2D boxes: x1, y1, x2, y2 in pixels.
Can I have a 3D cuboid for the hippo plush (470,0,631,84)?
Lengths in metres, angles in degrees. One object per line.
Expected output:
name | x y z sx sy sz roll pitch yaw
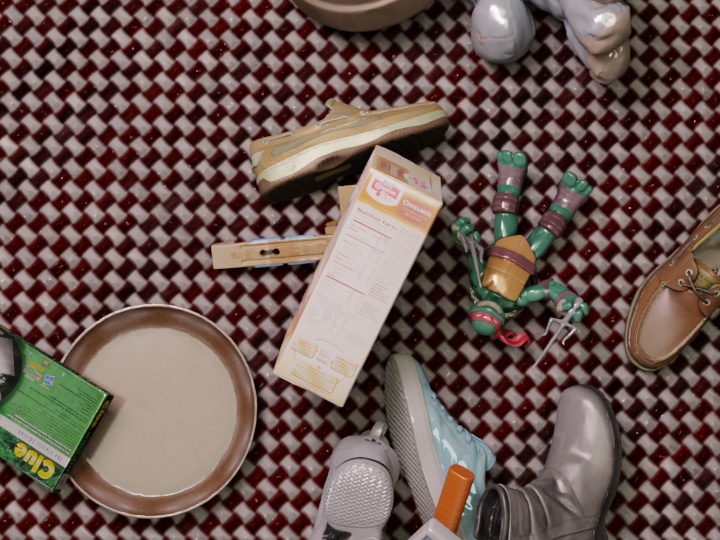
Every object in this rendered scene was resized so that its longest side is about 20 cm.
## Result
hippo plush | 0.173 -0.275 1.283 0.159 0.159 0.202 -4 101 9

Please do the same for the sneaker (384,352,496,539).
sneaker | 0.082 0.170 1.271 0.081 0.074 0.202 -15 86 -21

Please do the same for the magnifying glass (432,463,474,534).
magnifying glass | 0.066 0.270 1.224 0.079 0.022 0.202 28 115 31

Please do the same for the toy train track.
toy train track | -0.045 -0.024 1.306 0.197 0.033 0.116 -5 102 4

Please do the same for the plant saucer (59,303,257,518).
plant saucer | -0.197 0.134 1.280 0.198 0.032 0.203 0 83 -2

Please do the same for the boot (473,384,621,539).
boot | 0.170 0.202 1.229 0.131 0.070 0.203 8 79 -34

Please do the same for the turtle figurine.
turtle figurine | 0.145 -0.009 1.277 0.149 0.101 0.202 28 66 -13

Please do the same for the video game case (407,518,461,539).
video game case | 0.082 0.339 1.200 0.200 0.023 0.182 39 116 -6

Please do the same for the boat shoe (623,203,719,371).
boat shoe | 0.324 0.007 1.294 0.072 0.068 0.201 34 83 1

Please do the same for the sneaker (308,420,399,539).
sneaker | -0.010 0.239 1.252 0.074 0.115 0.202 18 116 1

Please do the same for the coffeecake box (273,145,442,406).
coffeecake box | 0.000 0.000 1.212 0.072 0.154 0.202 26 102 -3

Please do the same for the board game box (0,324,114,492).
board game box | -0.339 0.113 1.261 0.199 0.023 0.105 30 85 13

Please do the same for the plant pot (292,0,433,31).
plant pot | -0.012 -0.352 1.253 0.198 0.174 0.202 -5 73 15

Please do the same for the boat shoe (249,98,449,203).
boat shoe | -0.014 -0.136 1.307 0.198 0.072 0.077 -18 71 -4
